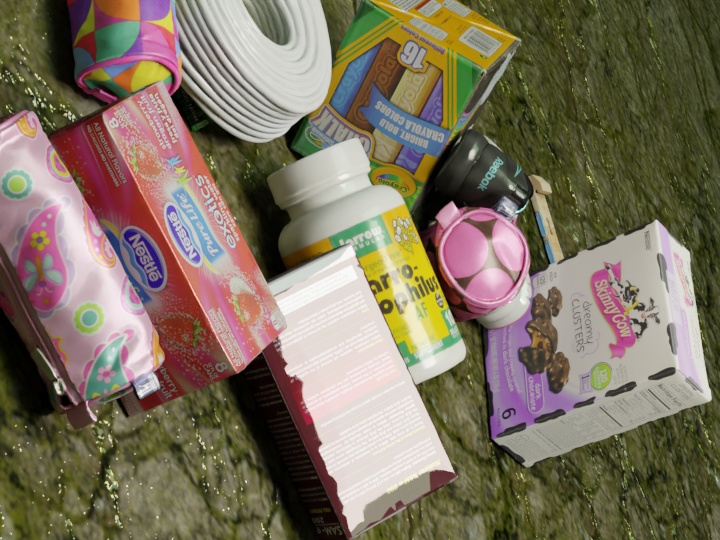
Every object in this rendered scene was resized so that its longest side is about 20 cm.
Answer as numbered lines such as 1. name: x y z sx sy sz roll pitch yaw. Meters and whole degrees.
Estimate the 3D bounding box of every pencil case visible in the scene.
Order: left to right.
1. pencil case: -0.203 -0.002 1.278 0.201 0.087 0.087 64 27 -9
2. pencil case: -0.183 -0.221 1.479 0.088 0.088 0.201 26 48 -52
3. pencil case: 0.081 -0.006 1.696 0.094 0.200 0.091 40 75 -4

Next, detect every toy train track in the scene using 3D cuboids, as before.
1. toy train track: 0.221 -0.010 2.098 0.114 0.032 0.202 9 61 -59

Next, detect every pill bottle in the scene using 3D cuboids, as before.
1. pill bottle: 0.000 0.000 1.608 0.113 0.112 0.201 -23 91 -63

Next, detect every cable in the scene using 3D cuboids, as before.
1. cable: -0.095 -0.207 1.594 0.201 0.069 0.200 55 30 -22

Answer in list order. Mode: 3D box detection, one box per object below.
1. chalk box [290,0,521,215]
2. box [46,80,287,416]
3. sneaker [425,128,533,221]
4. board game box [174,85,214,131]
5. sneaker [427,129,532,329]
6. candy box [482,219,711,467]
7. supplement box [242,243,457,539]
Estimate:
1. chalk box: 0.030 -0.137 1.719 0.123 0.201 0.125 33 26 6
2. box: -0.149 -0.015 1.367 0.201 0.099 0.095 63 27 -8
3. sneaker: 0.105 -0.065 1.734 0.079 0.076 0.200 31 -4 3
4. board game box: -0.111 -0.188 1.651 0.105 0.023 0.200 62 28 -5
5. sneaker: 0.105 -0.049 1.868 0.088 0.081 0.202 21 51 -56
6. candy box: 0.217 0.069 1.851 0.071 0.199 0.169 39 38 -42
7. supplement box: -0.019 0.094 1.509 0.108 0.061 0.201 -25 92 -26
